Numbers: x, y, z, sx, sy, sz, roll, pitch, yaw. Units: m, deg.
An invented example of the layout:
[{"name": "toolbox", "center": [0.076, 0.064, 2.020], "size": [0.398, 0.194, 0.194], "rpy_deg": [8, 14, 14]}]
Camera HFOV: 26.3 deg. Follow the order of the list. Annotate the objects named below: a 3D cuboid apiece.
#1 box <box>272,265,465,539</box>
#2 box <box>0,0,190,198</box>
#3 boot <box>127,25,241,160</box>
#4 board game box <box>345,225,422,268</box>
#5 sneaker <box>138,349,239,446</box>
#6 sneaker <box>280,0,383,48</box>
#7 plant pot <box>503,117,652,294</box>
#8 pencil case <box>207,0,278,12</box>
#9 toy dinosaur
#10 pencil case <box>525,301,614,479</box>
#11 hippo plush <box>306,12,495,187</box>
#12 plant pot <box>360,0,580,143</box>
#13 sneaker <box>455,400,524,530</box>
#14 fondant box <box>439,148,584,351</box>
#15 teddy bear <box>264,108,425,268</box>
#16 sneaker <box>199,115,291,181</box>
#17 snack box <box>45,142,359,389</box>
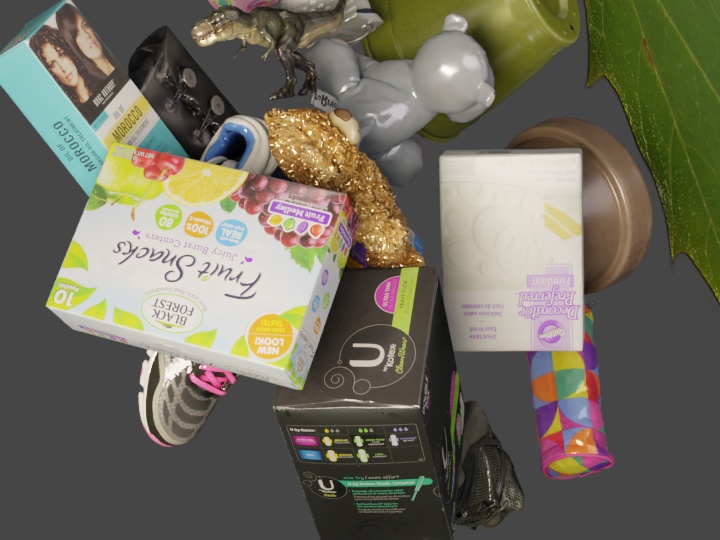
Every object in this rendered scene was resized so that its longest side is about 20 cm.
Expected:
[{"name": "box", "center": [0.014, 0.115, 1.295], "size": [0.201, 0.123, 0.150], "rpy_deg": [75, 18, -47]}, {"name": "box", "center": [-0.208, -0.115, 1.255], "size": [0.201, 0.049, 0.083], "rpy_deg": [54, 35, -20]}, {"name": "boot", "center": [-0.124, -0.142, 1.388], "size": [0.200, 0.065, 0.166], "rpy_deg": [42, 38, -26]}, {"name": "board game box", "center": [0.000, 0.000, 1.426], "size": [0.200, 0.044, 0.136], "rpy_deg": [42, 45, -57]}, {"name": "sneaker", "center": [-0.099, 0.054, 1.199], "size": [0.074, 0.087, 0.201], "rpy_deg": [36, 85, -47]}, {"name": "sneaker", "center": [-0.043, -0.275, 1.558], "size": [0.081, 0.076, 0.200], "rpy_deg": [62, 13, 7]}, {"name": "plant pot", "center": [0.191, -0.049, 1.688], "size": [0.174, 0.200, 0.202], "rpy_deg": [-26, 92, -40]}, {"name": "pencil case", "center": [-0.104, -0.341, 1.514], "size": [0.087, 0.087, 0.201], "rpy_deg": [40, 40, -35]}, {"name": "toy dinosaur", "center": [-0.066, -0.203, 1.409], "size": [0.199, 0.047, 0.089], "rpy_deg": [-16, 98, -49]}, {"name": "pencil case", "center": [0.230, 0.130, 1.707], "size": [0.088, 0.088, 0.202], "rpy_deg": [29, 50, -43]}, {"name": "hippo plush", "center": [0.045, -0.192, 1.526], "size": [0.160, 0.160, 0.200], "rpy_deg": [61, 12, 15]}, {"name": "plant pot", "center": [0.132, -0.271, 1.709], "size": [0.200, 0.192, 0.202], "rpy_deg": [32, 47, -41]}, {"name": "sneaker", "center": [0.100, 0.219, 1.468], "size": [0.115, 0.076, 0.200], "rpy_deg": [52, 30, -10]}, {"name": "fondant box", "center": [0.155, -0.021, 1.566], "size": [0.058, 0.143, 0.202], "rpy_deg": [-52, 140, -77]}, {"name": "teddy bear", "center": [-0.001, -0.069, 1.284], "size": [0.201, 0.066, 0.145], "rpy_deg": [55, 16, -27]}, {"name": "sneaker", "center": [-0.103, -0.028, 1.276], "size": [0.146, 0.080, 0.202], "rpy_deg": [35, 65, -56]}, {"name": "snack box", "center": [-0.117, -0.005, 1.153], "size": [0.053, 0.198, 0.144], "rpy_deg": [58, 48, -65]}]
